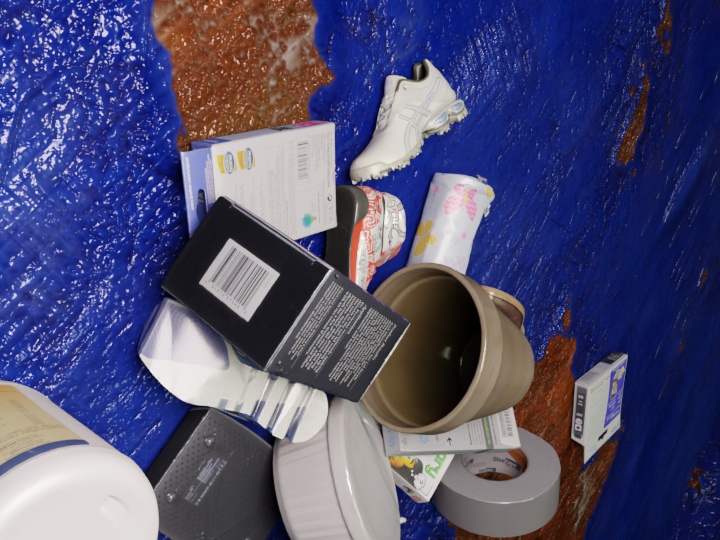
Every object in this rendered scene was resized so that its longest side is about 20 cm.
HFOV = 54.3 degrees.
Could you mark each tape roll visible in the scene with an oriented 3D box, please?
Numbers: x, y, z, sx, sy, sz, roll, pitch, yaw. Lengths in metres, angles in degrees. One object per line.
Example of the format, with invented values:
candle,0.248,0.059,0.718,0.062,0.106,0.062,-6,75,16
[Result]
tape roll,0.210,0.323,1.104,0.200,0.200,0.066,-26,121,-42

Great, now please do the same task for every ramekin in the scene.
ramekin,-0.028,0.246,0.821,0.202,0.094,0.203,-18,90,-79

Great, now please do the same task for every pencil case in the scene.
pencil case,0.116,-0.034,0.962,0.091,0.083,0.200,19,89,-36

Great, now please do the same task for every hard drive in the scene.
hard drive,-0.154,0.240,0.773,0.135,0.042,0.200,-56,138,-19

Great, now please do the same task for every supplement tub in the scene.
supplement tub,-0.256,0.163,0.502,0.144,0.200,0.145,-20,117,-44

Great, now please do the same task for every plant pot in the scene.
plant pot,0.120,0.106,0.861,0.173,0.200,0.200,18,89,-42

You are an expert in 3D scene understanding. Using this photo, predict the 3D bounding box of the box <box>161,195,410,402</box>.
box,-0.064,0.035,0.682,0.104,0.148,0.200,-56,152,-1

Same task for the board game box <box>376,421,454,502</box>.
board game box,0.089,0.202,0.985,0.126,0.035,0.200,41,59,-8

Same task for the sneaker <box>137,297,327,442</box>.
sneaker,-0.139,0.110,0.721,0.199,0.115,0.081,34,73,-19

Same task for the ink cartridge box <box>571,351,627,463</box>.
ink cartridge box,0.549,0.312,1.620,0.198,0.043,0.200,-22,116,-44

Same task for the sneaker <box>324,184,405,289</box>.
sneaker,0.001,0.000,0.852,0.108,0.067,0.202,0,102,-50

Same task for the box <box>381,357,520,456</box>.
box,0.117,0.170,0.957,0.200,0.041,0.156,7,63,-31

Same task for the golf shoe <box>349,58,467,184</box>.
golf shoe,0.041,-0.181,0.850,0.200,0.078,0.097,-45,113,-34

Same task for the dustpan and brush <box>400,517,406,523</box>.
dustpan and brush,-0.030,0.366,0.881,0.200,0.057,0.140,-15,157,-9

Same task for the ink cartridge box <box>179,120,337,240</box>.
ink cartridge box,-0.105,-0.082,0.722,0.200,0.042,0.120,-24,121,-46

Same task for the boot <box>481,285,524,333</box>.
boot,0.208,0.132,1.134,0.167,0.072,0.200,-62,143,-17
